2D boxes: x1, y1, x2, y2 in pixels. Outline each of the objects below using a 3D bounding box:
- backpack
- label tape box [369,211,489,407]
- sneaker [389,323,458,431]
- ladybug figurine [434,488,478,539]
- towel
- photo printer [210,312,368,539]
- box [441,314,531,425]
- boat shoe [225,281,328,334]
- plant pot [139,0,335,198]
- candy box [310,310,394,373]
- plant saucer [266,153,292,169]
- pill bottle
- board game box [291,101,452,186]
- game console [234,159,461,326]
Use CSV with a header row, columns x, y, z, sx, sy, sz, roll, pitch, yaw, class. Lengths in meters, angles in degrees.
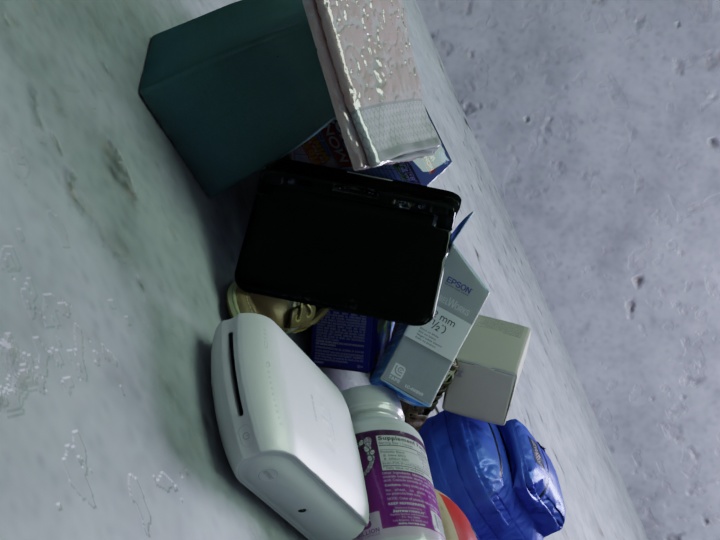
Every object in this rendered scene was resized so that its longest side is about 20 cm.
x,y,z,sx,sy,sz,roll,pitch,yaw,class
0.140,0.251,1.734,0.200,0.168,0.163,49,15,-39,backpack
0.087,0.045,1.538,0.066,0.200,0.143,30,-7,-1,label tape box
0.069,0.119,1.638,0.070,0.075,0.200,5,97,-53,sneaker
0.081,0.308,1.483,0.200,0.072,0.136,-104,-152,-46,ladybug figurine
0.016,-0.200,1.455,0.200,0.032,0.191,-23,97,-66,towel
-0.069,0.142,1.323,0.200,0.069,0.167,51,20,-48,photo printer
0.155,0.117,1.748,0.200,0.082,0.069,-46,149,-71,box
-0.079,0.030,1.475,0.074,0.066,0.200,67,15,-1,boat shoe
-0.102,-0.202,1.500,0.141,0.200,0.141,58,17,-30,plant pot
0.000,0.000,1.638,0.169,0.077,0.200,-33,129,-77,candy box
-0.084,-0.094,1.650,0.200,0.032,0.201,163,-90,-89,plant saucer
0.017,0.217,1.432,0.112,0.112,0.200,51,20,-47,pill bottle
-0.022,-0.183,1.641,0.062,0.200,0.200,-43,115,-34,board game box
-0.009,-0.033,1.464,0.176,0.200,0.117,-54,156,-78,game console
